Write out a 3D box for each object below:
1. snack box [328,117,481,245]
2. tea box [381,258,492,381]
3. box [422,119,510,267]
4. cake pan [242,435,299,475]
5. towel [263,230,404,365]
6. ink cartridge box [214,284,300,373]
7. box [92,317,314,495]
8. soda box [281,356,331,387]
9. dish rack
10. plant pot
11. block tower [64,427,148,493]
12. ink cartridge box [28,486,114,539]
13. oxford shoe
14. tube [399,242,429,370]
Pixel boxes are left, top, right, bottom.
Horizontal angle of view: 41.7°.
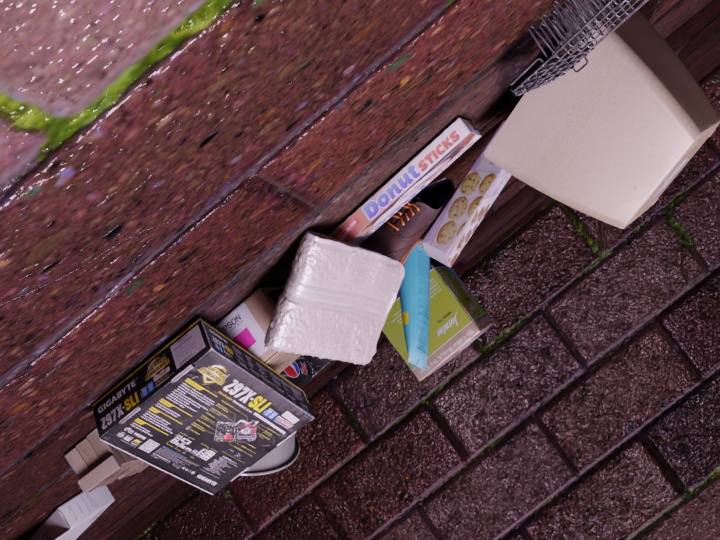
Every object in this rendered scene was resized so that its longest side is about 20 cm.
[{"bbox_3d":[0.050,-0.096,1.068,0.199,0.024,0.072,-41,173,17],"label":"snack box"},{"bbox_3d":[0.105,0.057,1.571,0.133,0.198,0.200,-38,173,12],"label":"tea box"},{"bbox_3d":[0.148,-0.099,1.199,0.202,0.041,0.039,-55,154,-14],"label":"box"},{"bbox_3d":[-0.174,0.205,1.257,0.200,0.197,0.038,-21,128,-64],"label":"cake pan"},{"bbox_3d":[-0.022,0.036,1.059,0.199,0.034,0.135,14,99,-56],"label":"towel"},{"bbox_3d":[-0.142,0.104,1.147,0.199,0.076,0.164,-39,171,13],"label":"ink cartridge box"},{"bbox_3d":[-0.167,0.156,1.035,0.159,0.050,0.200,-39,138,8],"label":"box"},{"bbox_3d":[-0.058,0.109,1.520,0.063,0.071,0.199,-42,178,38],"label":"soda box"},{"bbox_3d":[0.220,-0.246,0.891,0.200,0.055,0.152,-42,170,38],"label":"dish rack"},{"bbox_3d":[0.294,-0.167,1.088,0.201,0.177,0.199,-55,165,30],"label":"plant pot"},{"bbox_3d":[-0.305,0.230,1.196,0.054,0.058,0.200,-37,174,1],"label":"block tower"},{"bbox_3d":[-0.496,0.425,1.484,0.173,0.044,0.200,-29,168,-49],"label":"ink cartridge box"},{"bbox_3d":[0.046,-0.058,1.178,0.199,0.071,0.073,-35,151,-38],"label":"oxford shoe"},{"bbox_3d":[0.073,0.026,1.257,0.049,0.205,0.077,-9,164,25],"label":"tube"}]
